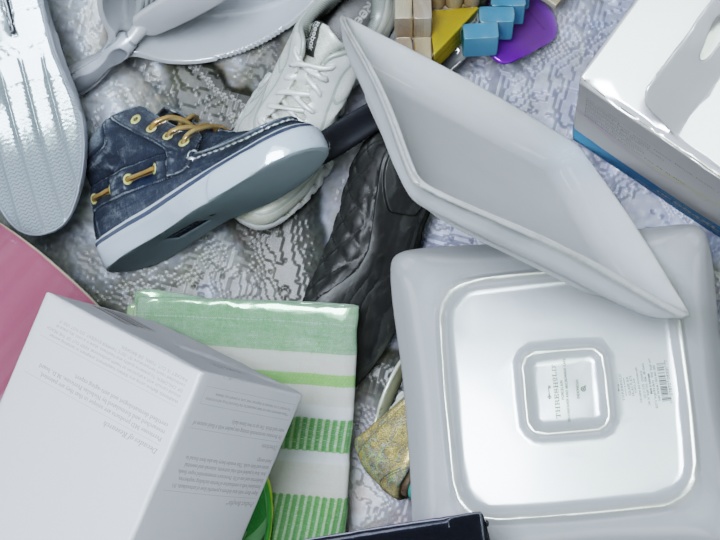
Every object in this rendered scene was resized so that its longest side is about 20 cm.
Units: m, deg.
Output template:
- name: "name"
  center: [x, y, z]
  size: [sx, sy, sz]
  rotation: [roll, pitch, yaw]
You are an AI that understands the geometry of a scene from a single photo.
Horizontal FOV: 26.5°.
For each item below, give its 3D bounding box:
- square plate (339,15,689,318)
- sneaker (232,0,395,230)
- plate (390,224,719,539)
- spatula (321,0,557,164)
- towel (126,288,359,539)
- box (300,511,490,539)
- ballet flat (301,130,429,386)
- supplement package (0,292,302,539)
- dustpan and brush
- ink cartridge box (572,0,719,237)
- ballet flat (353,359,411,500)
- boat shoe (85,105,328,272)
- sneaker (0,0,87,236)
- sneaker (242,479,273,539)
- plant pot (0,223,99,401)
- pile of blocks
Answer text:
- name: "square plate"
  center: [0.081, -0.057, 0.893]
  size: [0.199, 0.199, 0.029]
  rotation: [25, 114, -28]
- name: "sneaker"
  center: [-0.034, -0.121, 1.000]
  size: [0.075, 0.081, 0.201]
  rotation: [29, 90, 6]
- name: "plate"
  center: [0.123, 0.074, 0.916]
  size: [0.199, 0.032, 0.201]
  rotation: [-5, 77, 3]
- name: "spatula"
  center: [0.044, -0.126, 0.995]
  size: [0.200, 0.021, 0.057]
  rotation: [-36, 75, -11]
- name: "towel"
  center: [-0.080, 0.116, 0.990]
  size: [0.151, 0.023, 0.201]
  rotation: [4, 98, 7]
- name: "box"
  center: [0.018, 0.239, 0.892]
  size: [0.147, 0.200, 0.105]
  rotation: [-9, 55, 4]
- name: "ballet flat"
  center: [0.000, 0.000, 1.008]
  size: [0.066, 0.057, 0.201]
  rotation: [22, 93, -19]
- name: "supplement package"
  center: [-0.143, 0.133, 0.872]
  size: [0.119, 0.121, 0.201]
  rotation: [23, 90, 27]
- name: "dustpan and brush"
  center: [-0.138, -0.169, 1.014]
  size: [0.199, 0.139, 0.058]
  rotation: [-22, 51, 33]
- name: "ink cartridge box"
  center: [0.213, -0.113, 0.909]
  size: [0.125, 0.200, 0.129]
  rotation: [36, 90, 8]
- name: "ballet flat"
  center: [0.067, 0.055, 0.983]
  size: [0.071, 0.071, 0.200]
  rotation: [38, 90, 8]
- name: "boat shoe"
  center: [-0.110, -0.074, 0.973]
  size: [0.200, 0.071, 0.091]
  rotation: [-26, 78, 37]
- name: "sneaker"
  center: [-0.221, -0.124, 1.011]
  size: [0.073, 0.071, 0.201]
  rotation: [-7, 94, -8]
- name: "sneaker"
  center: [-0.094, 0.187, 0.948]
  size: [0.074, 0.084, 0.201]
  rotation: [-2, 97, 8]
- name: "plant pot"
  center: [-0.254, 0.071, 0.962]
  size: [0.200, 0.200, 0.179]
  rotation: [37, 73, 8]
- name: "pile of blocks"
  center: [0.091, -0.199, 0.976]
  size: [0.082, 0.062, 0.200]
  rotation: [33, 74, 14]
